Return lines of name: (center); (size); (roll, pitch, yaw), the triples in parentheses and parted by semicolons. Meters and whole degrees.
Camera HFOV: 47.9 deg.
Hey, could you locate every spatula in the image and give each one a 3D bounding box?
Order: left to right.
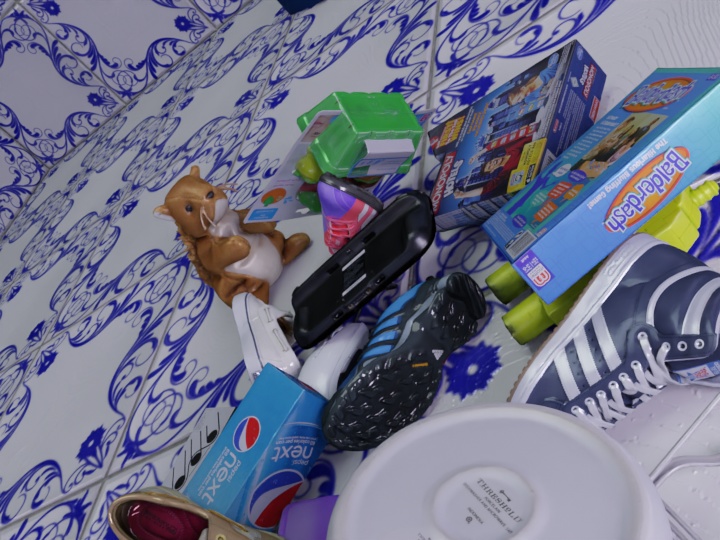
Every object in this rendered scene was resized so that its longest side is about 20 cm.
spatula: (0.012, 0.189, 0.673); (0.200, 0.021, 0.057); (-30, 29, 26)

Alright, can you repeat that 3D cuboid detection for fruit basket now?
fruit basket: (-0.021, -0.118, 0.957); (0.094, 0.185, 0.200); (57, 134, 25)

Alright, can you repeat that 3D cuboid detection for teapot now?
teapot: (0.083, 0.183, 0.451); (0.197, 0.146, 0.200); (-5, 30, 19)

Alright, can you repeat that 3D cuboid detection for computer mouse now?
computer mouse: (-0.025, 0.082, 0.846); (0.110, 0.044, 0.200); (-23, 34, 35)

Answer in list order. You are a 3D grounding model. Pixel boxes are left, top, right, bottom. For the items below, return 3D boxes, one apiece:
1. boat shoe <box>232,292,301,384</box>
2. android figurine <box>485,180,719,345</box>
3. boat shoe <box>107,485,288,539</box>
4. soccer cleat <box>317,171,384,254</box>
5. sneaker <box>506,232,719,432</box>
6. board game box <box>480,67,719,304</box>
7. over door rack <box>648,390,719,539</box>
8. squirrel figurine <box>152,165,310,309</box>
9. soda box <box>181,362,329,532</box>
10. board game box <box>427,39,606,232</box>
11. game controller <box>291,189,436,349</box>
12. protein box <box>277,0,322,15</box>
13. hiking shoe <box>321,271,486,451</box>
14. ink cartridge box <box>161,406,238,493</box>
boat shoe: (-0.106, 0.076, 0.957); (0.070, 0.071, 0.200); (-18, 23, -6)
android figurine: (0.199, -0.023, 0.679); (0.200, 0.041, 0.182); (-38, 28, 14)
boat shoe: (-0.120, 0.233, 0.652); (0.200, 0.066, 0.074); (16, 80, 21)
soccer cleat: (-0.014, -0.051, 0.903); (0.073, 0.068, 0.200); (-59, -13, -5)
sneaker: (0.179, 0.075, 0.543); (0.108, 0.070, 0.200); (32, 89, 49)
board game box: (0.190, -0.072, 0.624); (0.200, 0.045, 0.152); (-43, 10, 10)
over door rack: (0.237, 0.100, 0.412); (0.200, 0.067, 0.148); (-63, 24, 12)
squirrel figurine: (-0.201, -0.048, 1.112); (0.200, 0.187, 0.142); (2, 53, 55)
soda box: (-0.103, 0.191, 0.742); (0.068, 0.064, 0.200); (27, 83, 49)
board game box: (0.145, -0.124, 0.870); (0.200, 0.062, 0.200); (-16, 43, 49)
game controller: (0.000, 0.000, 0.842); (0.200, 0.042, 0.104); (-41, 35, 25)
protein box: (-0.123, -0.791, 2.078); (0.200, 0.135, 0.198); (-55, 28, -17)
hiking shoe: (0.034, 0.085, 0.745); (0.200, 0.074, 0.087); (-45, 18, -21)
ink cartridge box: (-0.170, 0.236, 0.836); (0.094, 0.044, 0.200); (-13, 42, 49)
